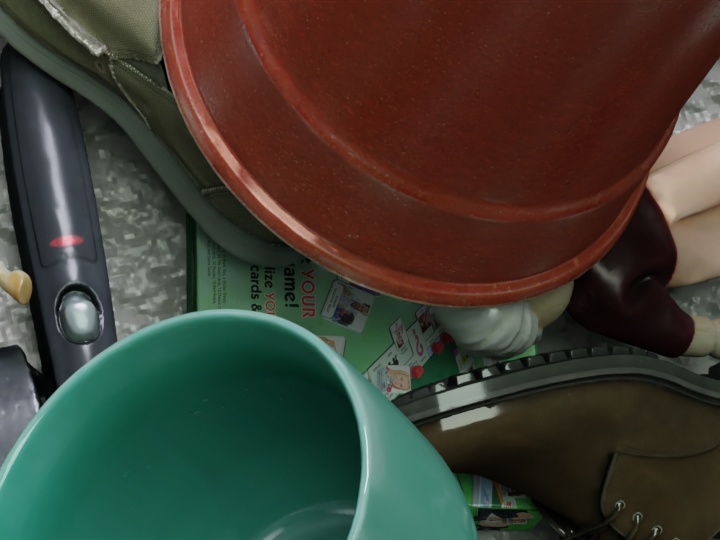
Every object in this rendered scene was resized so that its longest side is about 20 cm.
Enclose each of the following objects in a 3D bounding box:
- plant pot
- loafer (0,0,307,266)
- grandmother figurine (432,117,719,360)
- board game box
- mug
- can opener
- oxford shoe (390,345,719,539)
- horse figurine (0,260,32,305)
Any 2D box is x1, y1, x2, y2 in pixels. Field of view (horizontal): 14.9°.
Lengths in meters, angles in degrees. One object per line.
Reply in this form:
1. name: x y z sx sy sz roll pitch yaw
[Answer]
1. plant pot: 0.056 -0.119 0.938 0.200 0.195 0.201 11 60 -19
2. loafer: -0.073 -0.093 1.028 0.200 0.070 0.075 44 50 5
3. grandmother figurine: 0.106 -0.019 1.059 0.200 0.061 0.121 -24 67 -34
4. board game box: 0.000 0.000 1.066 0.134 0.029 0.201 3 68 -11
5. mug: -0.048 0.103 0.928 0.185 0.114 0.152 11 68 39
6. can opener: -0.113 0.003 1.023 0.078 0.063 0.201 1 68 -19
7. oxford shoe: 0.093 0.074 1.009 0.200 0.073 0.085 6 73 -31
8. horse figurine: -0.198 0.045 0.986 0.132 0.050 0.201 10 76 17
